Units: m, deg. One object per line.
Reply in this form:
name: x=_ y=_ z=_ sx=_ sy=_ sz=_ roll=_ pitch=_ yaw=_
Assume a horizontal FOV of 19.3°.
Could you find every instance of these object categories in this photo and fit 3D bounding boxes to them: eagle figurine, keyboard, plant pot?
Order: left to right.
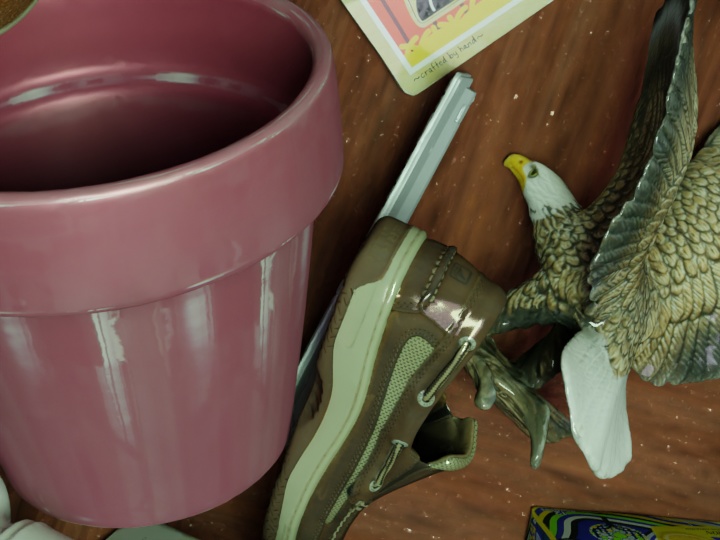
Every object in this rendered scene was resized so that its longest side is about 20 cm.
plant pot: x=-0.101 y=-0.003 z=0.873 sx=0.200 sy=0.200 sz=0.179 roll=-13 pitch=123 yaw=-8
keyboard: x=0.000 y=0.000 z=0.956 sx=0.011 sy=0.056 sz=0.200 roll=29 pitch=98 yaw=11
eagle figurine: x=0.121 y=-0.016 z=0.942 sx=0.200 sy=0.152 sz=0.151 roll=-39 pitch=89 yaw=6

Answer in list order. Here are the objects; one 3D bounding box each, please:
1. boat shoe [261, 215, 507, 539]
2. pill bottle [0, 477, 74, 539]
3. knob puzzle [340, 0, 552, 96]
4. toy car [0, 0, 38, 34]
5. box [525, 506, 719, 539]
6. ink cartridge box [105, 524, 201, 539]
boat shoe: x=0.012 y=0.072 z=0.910 sx=0.075 sy=0.075 sz=0.202 roll=23 pitch=135 yaw=5
pill bottle: x=-0.215 y=0.111 z=0.870 sx=0.200 sy=0.111 sz=0.111 roll=23 pitch=100 yaw=13
knob puzzle: x=0.043 y=-0.204 z=0.923 sx=0.219 sy=0.030 sz=0.220 roll=-3 pitch=105 yaw=-11
toy car: x=-0.174 y=-0.177 z=0.779 sx=0.164 sy=0.200 sz=0.158 roll=-16 pitch=82 yaw=-6
box: x=0.180 y=0.164 z=1.033 sx=0.200 sy=0.064 sz=0.070 roll=6 pitch=104 yaw=-14
ink cartridge box: x=-0.081 y=0.201 z=0.928 sx=0.125 sy=0.200 sz=0.129 roll=-42 pitch=110 yaw=-17
